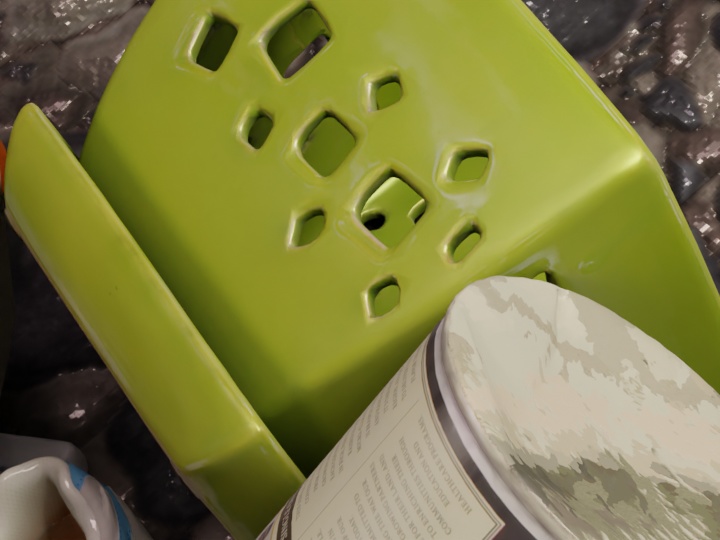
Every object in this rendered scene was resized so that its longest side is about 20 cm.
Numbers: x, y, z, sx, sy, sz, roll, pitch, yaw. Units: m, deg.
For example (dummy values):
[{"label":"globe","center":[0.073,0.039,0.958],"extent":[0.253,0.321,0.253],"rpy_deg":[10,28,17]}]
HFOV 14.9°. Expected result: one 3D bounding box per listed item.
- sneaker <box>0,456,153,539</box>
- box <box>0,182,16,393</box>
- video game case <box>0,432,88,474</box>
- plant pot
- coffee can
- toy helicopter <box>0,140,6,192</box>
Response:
[{"label":"sneaker","center":[-0.125,0.158,0.942],"extent":[0.076,0.081,0.201],"rpy_deg":[-8,45,26]},{"label":"box","center":[-0.175,0.006,0.963],"extent":[0.094,0.200,0.078],"rpy_deg":[9,67,0]},{"label":"video game case","center":[-0.215,0.144,1.033],"extent":[0.180,0.023,0.201],"rpy_deg":[6,59,20]},{"label":"plant pot","center":[0.000,0.000,0.963],"extent":[0.181,0.199,0.200],"rpy_deg":[-36,55,-2]},{"label":"coffee can","center":[0.026,0.122,0.843],"extent":[0.200,0.146,0.147],"rpy_deg":[-51,49,26]},{"label":"toy helicopter","center":[-0.236,0.005,1.116],"extent":[0.199,0.079,0.133],"rpy_deg":[-17,62,19]}]
